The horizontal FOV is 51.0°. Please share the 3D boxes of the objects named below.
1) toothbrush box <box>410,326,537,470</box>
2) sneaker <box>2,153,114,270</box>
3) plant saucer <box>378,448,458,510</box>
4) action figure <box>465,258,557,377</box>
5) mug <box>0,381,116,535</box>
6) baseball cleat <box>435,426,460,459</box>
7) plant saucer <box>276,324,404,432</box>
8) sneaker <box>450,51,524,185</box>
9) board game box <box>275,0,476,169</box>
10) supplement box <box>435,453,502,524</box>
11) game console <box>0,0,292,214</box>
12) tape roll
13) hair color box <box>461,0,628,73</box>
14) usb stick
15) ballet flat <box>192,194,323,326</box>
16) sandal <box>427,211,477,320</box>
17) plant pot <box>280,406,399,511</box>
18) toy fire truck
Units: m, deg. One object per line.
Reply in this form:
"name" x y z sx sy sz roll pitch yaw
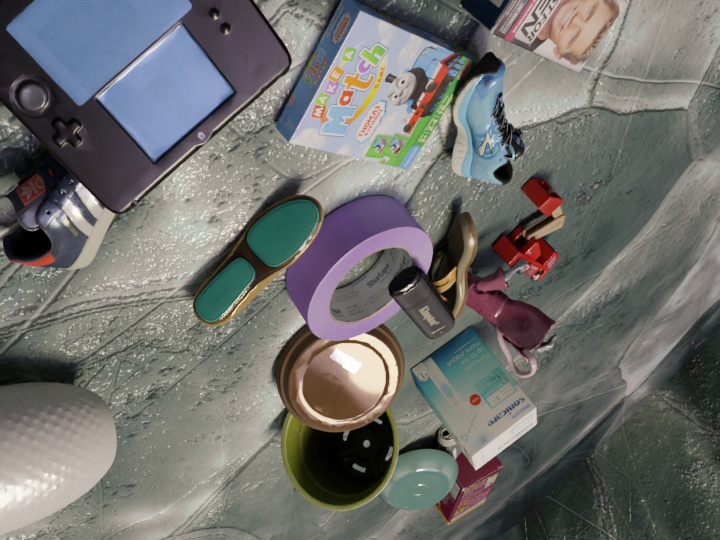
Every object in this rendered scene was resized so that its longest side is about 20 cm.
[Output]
"toothbrush box" 0.206 0.231 1.377 0.145 0.201 0.086 -33 148 -5
"sneaker" -0.253 -0.077 0.649 0.083 0.075 0.202 -5 135 -47
"plant saucer" 0.129 0.477 1.684 0.195 0.036 0.203 -7 130 -8
"action figure" 0.209 0.062 1.192 0.150 0.198 0.134 -53 177 -28
"mug" -0.379 0.203 0.828 0.198 0.151 0.173 -24 170 40
"baseball cleat" 0.188 0.405 1.715 0.106 0.070 0.201 28 103 -45
"plant saucer" -0.027 0.159 1.121 0.195 0.030 0.205 -4 114 -10
"sneaker" 0.165 -0.178 0.914 0.079 0.089 0.201 -54 158 -20
"board game box" 0.021 -0.193 0.819 0.197 0.037 0.153 3 129 -47
"supplement box" 0.255 0.521 1.875 0.129 0.104 0.202 -21 145 -25
"game console" -0.175 -0.167 0.583 0.199 0.031 0.178 -39 116 2
"tape roll" 0.000 0.000 1.011 0.197 0.066 0.202 -26 145 -19
"hair color box" 0.213 -0.303 0.856 0.197 0.061 0.101 1 131 -47
"usb stick" 0.090 0.050 1.073 0.055 0.033 0.200 -38 149 2
"ballet flat" -0.119 -0.015 0.891 0.199 0.069 0.063 -41 176 8
"sandal" 0.130 -0.003 1.133 0.053 0.081 0.203 -8 138 -15
"plant pot" -0.011 0.291 1.273 0.199 0.201 0.190 -40 161 4
"toy fire truck" 0.291 -0.062 1.241 0.141 0.049 0.198 -49 146 16
